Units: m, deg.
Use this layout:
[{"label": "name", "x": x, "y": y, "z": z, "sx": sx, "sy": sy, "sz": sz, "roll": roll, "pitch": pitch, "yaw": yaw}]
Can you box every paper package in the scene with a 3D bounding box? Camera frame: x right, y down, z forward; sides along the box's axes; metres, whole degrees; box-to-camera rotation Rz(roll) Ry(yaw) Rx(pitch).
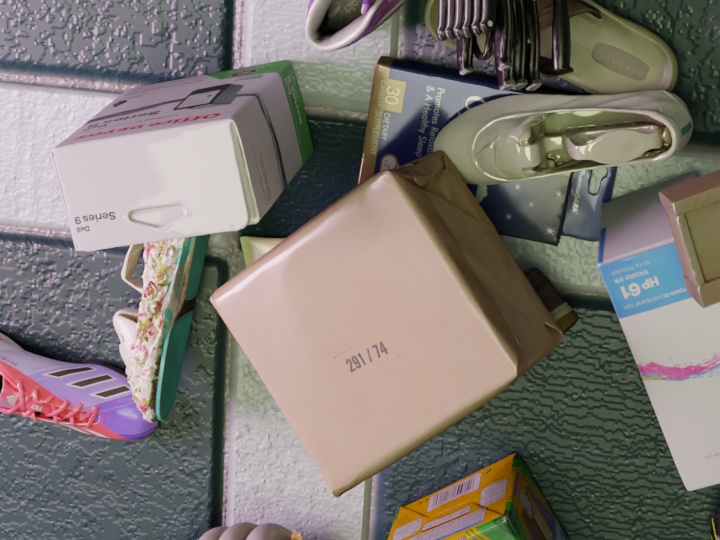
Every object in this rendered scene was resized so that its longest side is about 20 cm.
[{"label": "paper package", "x": 0.019, "y": 0.039, "z": 1.493, "sx": 0.200, "sy": 0.103, "sz": 0.191, "roll": -35, "pitch": 86, "yaw": 29}]

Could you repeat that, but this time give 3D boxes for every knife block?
[{"label": "knife block", "x": 0.122, "y": -0.238, "z": 1.420, "sx": 0.064, "sy": 0.200, "sz": 0.176, "roll": 1, "pitch": 138, "yaw": 53}]

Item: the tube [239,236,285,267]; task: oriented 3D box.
[{"label": "tube", "x": 0.000, "y": 0.000, "z": 1.576, "sx": 0.200, "sy": 0.052, "sz": 0.058, "roll": -5, "pitch": 65, "yaw": 20}]

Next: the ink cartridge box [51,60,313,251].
[{"label": "ink cartridge box", "x": -0.130, "y": -0.090, "z": 1.482, "sx": 0.146, "sy": 0.200, "sz": 0.084, "roll": -9, "pitch": 106, "yaw": 12}]

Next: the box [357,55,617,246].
[{"label": "box", "x": 0.102, "y": -0.091, "z": 1.533, "sx": 0.200, "sy": 0.032, "sz": 0.121, "roll": 10, "pitch": 110, "yaw": 5}]

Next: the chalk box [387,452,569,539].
[{"label": "chalk box", "x": 0.120, "y": 0.279, "z": 1.608, "sx": 0.124, "sy": 0.124, "sz": 0.200, "roll": -27, "pitch": 102, "yaw": 18}]

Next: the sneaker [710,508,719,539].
[{"label": "sneaker", "x": 0.343, "y": 0.268, "z": 1.600, "sx": 0.076, "sy": 0.075, "sz": 0.200, "roll": -21, "pitch": 115, "yaw": 8}]

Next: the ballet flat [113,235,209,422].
[{"label": "ballet flat", "x": -0.168, "y": 0.024, "z": 1.602, "sx": 0.064, "sy": 0.076, "sz": 0.200, "roll": 16, "pitch": 102, "yaw": 12}]

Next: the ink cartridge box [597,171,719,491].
[{"label": "ink cartridge box", "x": 0.254, "y": 0.046, "z": 1.491, "sx": 0.085, "sy": 0.145, "sz": 0.200, "roll": -20, "pitch": 106, "yaw": 15}]

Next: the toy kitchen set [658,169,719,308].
[{"label": "toy kitchen set", "x": 0.322, "y": -0.026, "z": 1.413, "sx": 0.200, "sy": 0.180, "sz": 0.163, "roll": -19, "pitch": 105, "yaw": 0}]

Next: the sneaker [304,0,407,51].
[{"label": "sneaker", "x": 0.033, "y": -0.237, "z": 1.450, "sx": 0.073, "sy": 0.114, "sz": 0.200, "roll": 39, "pitch": 109, "yaw": -3}]

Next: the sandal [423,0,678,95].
[{"label": "sandal", "x": 0.146, "y": -0.179, "z": 1.480, "sx": 0.201, "sy": 0.057, "sz": 0.080, "roll": 19, "pitch": 111, "yaw": 3}]

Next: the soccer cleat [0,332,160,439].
[{"label": "soccer cleat", "x": -0.268, "y": 0.104, "z": 1.641, "sx": 0.200, "sy": 0.073, "sz": 0.068, "roll": 20, "pitch": 111, "yaw": 3}]

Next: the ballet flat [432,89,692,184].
[{"label": "ballet flat", "x": 0.150, "y": -0.098, "z": 1.471, "sx": 0.200, "sy": 0.069, "sz": 0.069, "roll": -7, "pitch": 108, "yaw": 11}]

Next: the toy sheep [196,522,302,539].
[{"label": "toy sheep", "x": -0.108, "y": 0.281, "z": 1.645, "sx": 0.200, "sy": 0.138, "sz": 0.138, "roll": -19, "pitch": 105, "yaw": 23}]

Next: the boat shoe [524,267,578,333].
[{"label": "boat shoe", "x": 0.080, "y": 0.063, "z": 1.573, "sx": 0.201, "sy": 0.072, "sz": 0.066, "roll": -31, "pitch": 84, "yaw": 25}]
